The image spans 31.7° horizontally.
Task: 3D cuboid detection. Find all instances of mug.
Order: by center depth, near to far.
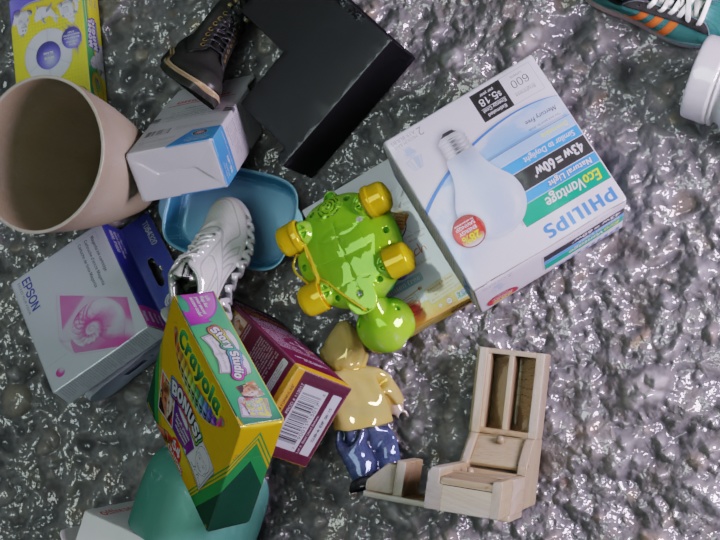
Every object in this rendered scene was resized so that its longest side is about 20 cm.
[{"bbox_3d":[-0.200,0.263,1.512,0.185,0.152,0.115,20,92,19],"label":"mug"}]

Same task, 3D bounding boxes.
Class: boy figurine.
[{"bbox_3d":[-0.009,0.160,1.497,0.124,0.064,0.200,-14,77,-16],"label":"boy figurine"}]

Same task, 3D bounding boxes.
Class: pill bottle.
[{"bbox_3d":[0.454,-0.179,1.355,0.200,0.113,0.113,22,92,19],"label":"pill bottle"}]

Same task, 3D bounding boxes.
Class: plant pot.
[{"bbox_3d":[-0.335,-0.130,1.566,0.187,0.200,0.188,-2,86,25],"label":"plant pot"}]

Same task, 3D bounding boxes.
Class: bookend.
[{"bbox_3d":[-0.076,-0.256,1.553,0.199,0.092,0.200,44,100,19],"label":"bookend"}]

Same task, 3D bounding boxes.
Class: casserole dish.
[{"bbox_3d":[-0.158,-0.068,1.591,0.200,0.039,0.121,14,90,20],"label":"casserole dish"}]

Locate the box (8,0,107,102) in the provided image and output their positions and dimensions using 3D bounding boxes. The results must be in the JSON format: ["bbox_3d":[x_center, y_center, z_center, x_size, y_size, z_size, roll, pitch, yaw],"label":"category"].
[{"bbox_3d":[-0.403,-0.272,1.690,0.117,0.048,0.200,-10,83,18],"label":"box"}]

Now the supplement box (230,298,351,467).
[{"bbox_3d":[-0.113,0.127,1.483,0.110,0.086,0.200,-59,38,6],"label":"supplement box"}]

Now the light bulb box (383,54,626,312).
[{"bbox_3d":[0.162,-0.094,1.423,0.198,0.125,0.200,-32,75,1],"label":"light bulb box"}]

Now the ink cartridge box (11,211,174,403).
[{"bbox_3d":[-0.324,0.035,1.584,0.200,0.043,0.196,-36,53,3],"label":"ink cartridge box"}]

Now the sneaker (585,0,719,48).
[{"bbox_3d":[0.335,-0.305,1.423,0.200,0.080,0.071,22,92,19],"label":"sneaker"}]

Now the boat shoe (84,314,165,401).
[{"bbox_3d":[-0.289,0.076,1.603,0.200,0.071,0.091,-36,75,13],"label":"boat shoe"}]

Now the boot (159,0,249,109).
[{"bbox_3d":[-0.176,-0.282,1.549,0.138,0.077,0.200,-48,29,5],"label":"boot"}]

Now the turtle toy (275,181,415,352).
[{"bbox_3d":[0.000,0.000,1.454,0.146,0.101,0.200,-24,77,15],"label":"turtle toy"}]

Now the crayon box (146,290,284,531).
[{"bbox_3d":[-0.166,0.153,1.398,0.200,0.058,0.173,56,141,38],"label":"crayon box"}]

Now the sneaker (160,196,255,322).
[{"bbox_3d":[-0.183,-0.007,1.507,0.075,0.081,0.200,-10,56,36],"label":"sneaker"}]

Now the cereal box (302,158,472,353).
[{"bbox_3d":[0.035,-0.021,1.519,0.144,0.040,0.200,-31,76,12],"label":"cereal box"}]

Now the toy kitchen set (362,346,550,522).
[{"bbox_3d":[0.103,0.170,1.392,0.163,0.200,0.181,6,87,18],"label":"toy kitchen set"}]

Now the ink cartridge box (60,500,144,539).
[{"bbox_3d":[-0.261,0.369,1.536,0.200,0.129,0.125,19,91,20],"label":"ink cartridge box"}]

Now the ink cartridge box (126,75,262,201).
[{"bbox_3d":[-0.195,-0.166,1.563,0.116,0.200,0.067,-9,118,18],"label":"ink cartridge box"}]
